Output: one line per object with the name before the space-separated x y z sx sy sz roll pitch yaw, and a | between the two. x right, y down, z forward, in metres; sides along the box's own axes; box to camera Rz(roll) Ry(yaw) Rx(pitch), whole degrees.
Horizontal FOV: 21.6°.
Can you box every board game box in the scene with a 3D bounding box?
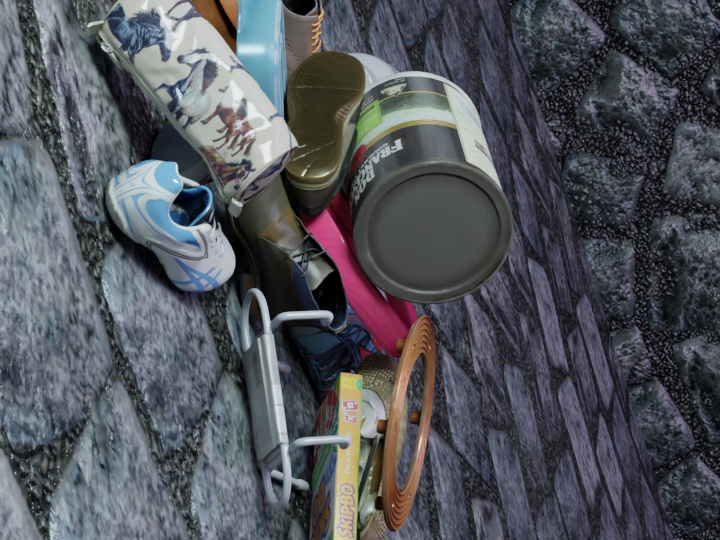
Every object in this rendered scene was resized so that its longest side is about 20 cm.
board game box | -0.023 0.203 1.713 0.096 0.030 0.201 119 -26 -58

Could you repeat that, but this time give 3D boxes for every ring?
ring | 0.040 0.140 1.747 0.200 0.019 0.201 7 90 -79

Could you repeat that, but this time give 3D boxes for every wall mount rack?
wall mount rack | -0.065 0.121 1.694 0.174 0.074 0.201 134 -49 -62

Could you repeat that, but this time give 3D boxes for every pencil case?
pencil case | -0.134 -0.144 1.543 0.200 0.089 0.078 52 -14 0

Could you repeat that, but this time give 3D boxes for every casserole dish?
casserole dish | -0.089 -0.172 1.729 0.200 0.039 0.122 88 2 -50

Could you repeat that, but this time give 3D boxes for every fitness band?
fitness band | 0.000 0.000 1.806 0.200 0.037 0.144 52 15 -44

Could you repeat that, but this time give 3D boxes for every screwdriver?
screwdriver | 0.000 0.213 1.719 0.028 0.029 0.200 -93 -162 -44

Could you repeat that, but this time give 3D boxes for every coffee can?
coffee can | 0.057 -0.081 1.780 0.200 0.146 0.147 -100 168 -60

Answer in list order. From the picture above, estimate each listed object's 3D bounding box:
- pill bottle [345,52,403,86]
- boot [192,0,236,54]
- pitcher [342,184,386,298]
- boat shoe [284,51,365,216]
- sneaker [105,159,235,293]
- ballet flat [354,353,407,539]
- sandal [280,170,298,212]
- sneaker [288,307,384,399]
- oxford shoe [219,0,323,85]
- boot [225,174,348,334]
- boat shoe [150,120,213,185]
pill bottle | 0.004 -0.185 2.138 0.200 0.111 0.111 8 69 -74
boot | -0.120 -0.246 1.874 0.200 0.068 0.189 59 34 -32
pitcher | 0.003 -0.028 1.991 0.172 0.121 0.201 54 35 -64
boat shoe | -0.039 -0.130 1.760 0.200 0.073 0.065 -74 173 -48
sneaker | -0.140 -0.034 1.556 0.200 0.072 0.072 45 32 -64
ballet flat | 0.003 0.177 1.814 0.065 0.070 0.201 18 74 -61
sandal | -0.051 -0.096 1.864 0.200 0.054 0.081 -65 174 -48
sneaker | -0.014 0.090 1.879 0.200 0.079 0.096 41 39 -64
oxford shoe | -0.063 -0.223 1.819 0.200 0.073 0.071 54 34 -37
boot | -0.060 -0.031 1.687 0.075 0.097 0.201 -45 142 -39
boat shoe | -0.138 -0.114 1.663 0.200 0.070 0.066 -94 162 -59
